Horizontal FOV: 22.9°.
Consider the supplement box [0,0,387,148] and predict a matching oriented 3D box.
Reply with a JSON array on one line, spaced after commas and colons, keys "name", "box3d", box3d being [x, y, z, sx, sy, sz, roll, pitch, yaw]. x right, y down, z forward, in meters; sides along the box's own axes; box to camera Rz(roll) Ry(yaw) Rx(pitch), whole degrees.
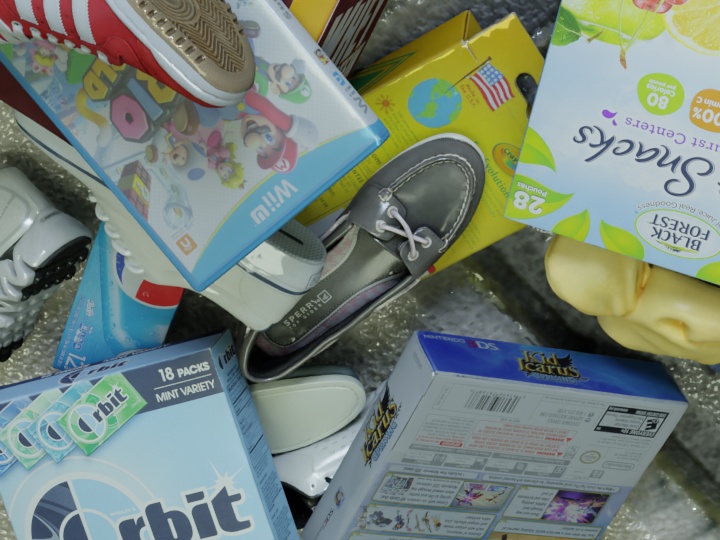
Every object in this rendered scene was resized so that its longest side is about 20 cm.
[{"name": "supplement box", "box3d": [-0.095, -0.166, 0.955, 0.199, 0.133, 0.198, 32, 120, 5]}]

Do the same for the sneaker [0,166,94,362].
[{"name": "sneaker", "box3d": [-0.249, 0.012, 1.151, 0.081, 0.075, 0.200, 48, 124, 8]}]

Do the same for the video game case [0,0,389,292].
[{"name": "video game case", "box3d": [-0.099, -0.103, 0.896, 0.143, 0.018, 0.200, -37, 96, 30]}]

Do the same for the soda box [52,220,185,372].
[{"name": "soda box", "box3d": [-0.131, -0.021, 1.110, 0.064, 0.068, 0.201, 20, 121, -5]}]

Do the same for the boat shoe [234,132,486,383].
[{"name": "boat shoe", "box3d": [0.000, 0.000, 1.057, 0.067, 0.057, 0.200, 41, 117, -17]}]

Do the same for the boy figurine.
[{"name": "boy figurine", "box3d": [0.193, 0.023, 1.085, 0.199, 0.124, 0.065, 27, 79, -18]}]

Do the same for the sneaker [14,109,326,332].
[{"name": "sneaker", "box3d": [-0.118, -0.031, 1.014, 0.199, 0.073, 0.071, 34, 112, -4]}]

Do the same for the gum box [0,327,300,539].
[{"name": "gum box", "box3d": [-0.133, 0.154, 1.120, 0.169, 0.045, 0.201, -14, 102, 16]}]

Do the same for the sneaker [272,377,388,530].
[{"name": "sneaker", "box3d": [0.001, 0.130, 1.183, 0.199, 0.080, 0.074, -25, 114, 18]}]

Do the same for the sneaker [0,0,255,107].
[{"name": "sneaker", "box3d": [-0.147, -0.123, 0.855, 0.200, 0.071, 0.113, 43, 117, 8]}]

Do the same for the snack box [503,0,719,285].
[{"name": "snack box", "box3d": [0.195, -0.083, 0.966, 0.199, 0.068, 0.170, 19, 122, 8]}]

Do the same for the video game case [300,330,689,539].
[{"name": "video game case", "box3d": [0.085, 0.129, 1.149, 0.199, 0.046, 0.182, 9, 124, -29]}]

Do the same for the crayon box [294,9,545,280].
[{"name": "crayon box", "box3d": [0.040, -0.068, 1.075, 0.199, 0.051, 0.127, -26, 114, 21]}]

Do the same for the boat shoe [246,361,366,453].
[{"name": "boat shoe", "box3d": [-0.092, 0.085, 1.172, 0.199, 0.062, 0.073, -16, 138, 17]}]
